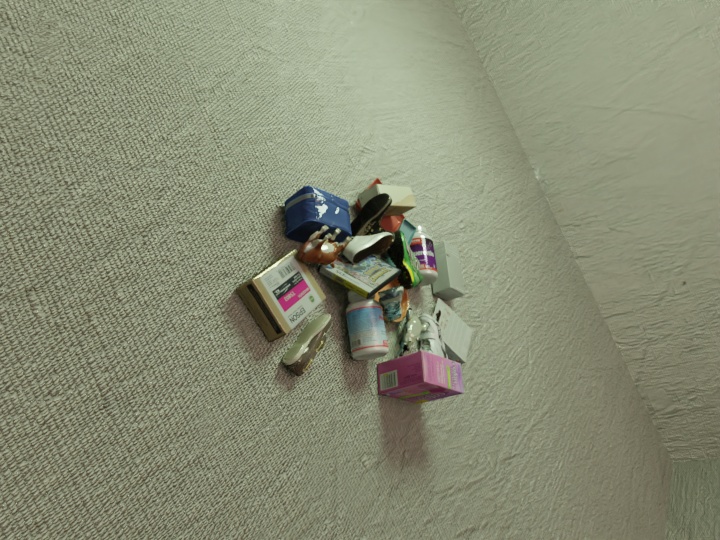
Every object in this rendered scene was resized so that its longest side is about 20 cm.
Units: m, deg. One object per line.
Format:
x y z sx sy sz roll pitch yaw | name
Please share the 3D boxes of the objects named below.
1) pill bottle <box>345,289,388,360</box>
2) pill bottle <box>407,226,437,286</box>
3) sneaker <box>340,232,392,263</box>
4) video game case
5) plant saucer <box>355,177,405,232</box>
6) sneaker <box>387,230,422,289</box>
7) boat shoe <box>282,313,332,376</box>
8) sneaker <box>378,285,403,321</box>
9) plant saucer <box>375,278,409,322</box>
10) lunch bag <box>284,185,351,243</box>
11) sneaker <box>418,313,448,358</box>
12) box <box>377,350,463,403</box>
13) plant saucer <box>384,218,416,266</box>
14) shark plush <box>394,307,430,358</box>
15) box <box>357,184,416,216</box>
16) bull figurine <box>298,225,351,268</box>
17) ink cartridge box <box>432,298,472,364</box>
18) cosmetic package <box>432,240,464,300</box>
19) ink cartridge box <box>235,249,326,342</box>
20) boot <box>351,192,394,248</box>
0.016 0.155 1.571 0.109 0.109 0.201 12 62 -46 | pill bottle
0.210 -0.052 1.909 0.112 0.112 0.201 19 57 -43 | pill bottle
0.018 -0.090 1.670 0.085 0.073 0.200 36 39 29 | sneaker
0.000 0.000 1.613 0.180 0.026 0.200 28 33 21 | video game case
0.068 -0.201 1.884 0.200 0.037 0.200 53 39 -14 | plant saucer
0.151 -0.039 1.804 0.085 0.078 0.201 -15 90 -45 | sneaker
-0.129 0.193 1.414 0.060 0.072 0.200 58 42 -19 | boat shoe
0.100 0.103 1.592 0.200 0.077 0.087 76 -2 -75 | sneaker
0.084 0.076 1.754 0.200 0.037 0.201 28 51 -39 | plant saucer
-0.118 -0.157 1.558 0.200 0.136 0.133 17 58 -44 | lunch bag
0.227 0.249 1.796 0.115 0.075 0.201 -13 84 -55 | sneaker
0.181 0.327 1.619 0.200 0.176 0.097 24 53 -42 | box
0.133 -0.078 1.849 0.070 0.019 0.201 35 70 -33 | plant saucer
0.159 0.220 1.729 0.091 0.083 0.200 30 46 -16 | shark plush
0.093 -0.239 1.831 0.200 0.095 0.078 -7 77 -49 | box
-0.097 -0.060 1.483 0.065 0.122 0.200 44 17 15 | bull figurine
0.320 0.225 1.956 0.200 0.050 0.162 42 43 -16 | ink cartridge box
0.327 0.003 2.041 0.107 0.090 0.201 23 51 -45 | cosmetic package
-0.202 0.060 1.394 0.165 0.075 0.200 57 37 -9 | ink cartridge box
0.058 -0.144 1.734 0.150 0.200 0.073 31 13 -43 | boot
